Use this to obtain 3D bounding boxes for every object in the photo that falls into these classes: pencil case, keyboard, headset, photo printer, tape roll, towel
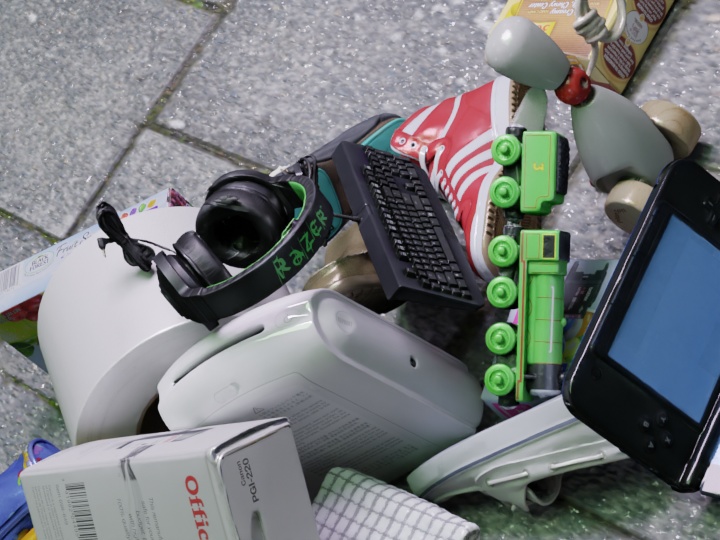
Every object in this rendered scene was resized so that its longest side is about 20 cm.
[{"bbox_3d":[-0.309,0.230,1.810,0.200,0.078,0.087,-44,12,6],"label":"pencil case"},{"bbox_3d":[0.012,-0.039,1.591,0.200,0.126,0.021,-112,36,-54],"label":"keyboard"},{"bbox_3d":[-0.107,-0.024,1.545,0.199,0.094,0.124,-8,37,50],"label":"headset"},{"bbox_3d":[-0.034,0.090,1.576,0.166,0.199,0.070,-30,50,31],"label":"photo printer"},{"bbox_3d":[-0.138,0.072,1.692,0.202,0.203,0.139,-39,42,11],"label":"tape roll"},{"bbox_3d":[0.003,0.252,1.529,0.165,0.085,0.201,15,72,47],"label":"towel"}]

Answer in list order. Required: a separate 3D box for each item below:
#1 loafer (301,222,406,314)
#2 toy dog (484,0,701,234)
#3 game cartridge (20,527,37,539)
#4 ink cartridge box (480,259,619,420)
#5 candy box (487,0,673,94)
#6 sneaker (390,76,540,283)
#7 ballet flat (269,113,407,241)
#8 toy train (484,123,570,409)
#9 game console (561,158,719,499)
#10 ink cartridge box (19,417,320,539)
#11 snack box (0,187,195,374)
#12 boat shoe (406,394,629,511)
[{"bbox_3d":[0.000,0.000,1.640,0.076,0.200,0.068,-37,82,16],"label":"loafer"},{"bbox_3d":[0.159,-0.110,1.608,0.132,0.201,0.096,-42,17,-31],"label":"toy dog"},{"bbox_3d":[-0.205,0.276,1.634,0.200,0.176,0.032,-44,2,5],"label":"game cartridge"},{"bbox_3d":[0.188,0.051,1.553,0.199,0.042,0.120,2,62,39],"label":"ink cartridge box"},{"bbox_3d":[0.200,-0.244,1.748,0.115,0.055,0.201,18,73,46],"label":"candy box"},{"bbox_3d":[0.077,-0.062,1.705,0.112,0.071,0.201,-15,44,27],"label":"sneaker"},{"bbox_3d":[-0.033,-0.065,1.764,0.073,0.073,0.200,6,33,43],"label":"ballet flat"},{"bbox_3d":[0.120,-0.003,1.545,0.056,0.042,0.202,0,88,20],"label":"toy train"},{"bbox_3d":[0.255,0.042,1.431,0.118,0.170,0.201,-15,43,60],"label":"game console"},{"bbox_3d":[-0.126,0.187,1.516,0.199,0.085,0.147,-9,98,42],"label":"ink cartridge box"},{"bbox_3d":[-0.192,0.024,1.816,0.199,0.142,0.053,-24,46,26],"label":"snack box"},{"bbox_3d":[0.112,0.135,1.529,0.200,0.073,0.066,-30,82,45],"label":"boat shoe"}]
